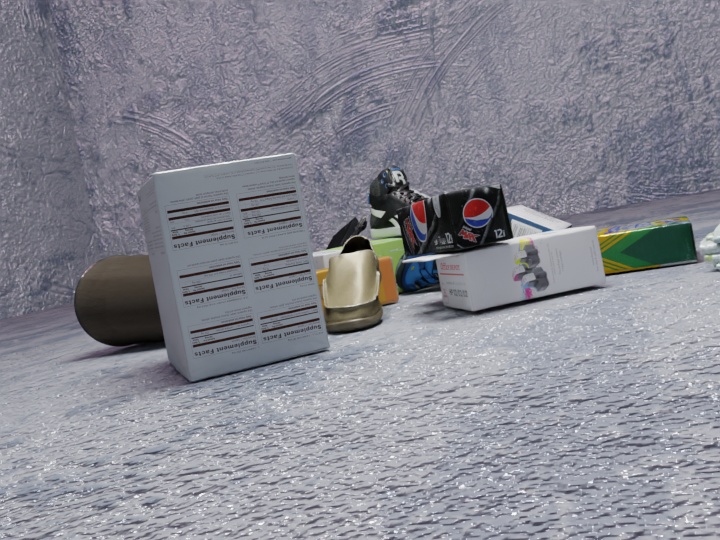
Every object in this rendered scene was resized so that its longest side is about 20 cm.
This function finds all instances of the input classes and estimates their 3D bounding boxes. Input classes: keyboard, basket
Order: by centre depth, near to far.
[{"bbox_3d":[-0.270,0.038,1.132,0.200,0.136,0.180,-4,1,31],"label":"basket"},{"bbox_3d":[-0.039,-0.032,1.445,0.127,0.021,0.200,-38,18,39],"label":"keyboard"}]

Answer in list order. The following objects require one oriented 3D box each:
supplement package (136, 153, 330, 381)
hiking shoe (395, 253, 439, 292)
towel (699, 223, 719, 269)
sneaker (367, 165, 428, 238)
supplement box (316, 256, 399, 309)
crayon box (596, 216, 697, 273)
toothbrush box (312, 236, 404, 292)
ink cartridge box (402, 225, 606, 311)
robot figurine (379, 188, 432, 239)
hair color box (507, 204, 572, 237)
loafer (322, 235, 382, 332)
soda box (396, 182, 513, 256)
[{"bbox_3d":[-0.142,-0.006,0.847,0.147,0.200,0.191,-11,4,-20],"label":"supplement package"},{"bbox_3d":[0.129,-0.011,1.135,0.200,0.087,0.074,-32,-47,32],"label":"hiking shoe"},{"bbox_3d":[0.482,-0.044,0.844,0.200,0.048,0.171,-8,5,35],"label":"towel"},{"bbox_3d":[0.073,-0.112,1.240,0.073,0.112,0.200,-13,5,-36],"label":"sneaker"},{"bbox_3d":[-0.052,0.031,1.090,0.200,0.067,0.069,-11,3,-23],"label":"supplement box"},{"bbox_3d":[0.321,-0.027,1.020,0.200,0.052,0.126,-10,3,21],"label":"crayon box"},{"bbox_3d":[0.000,0.000,1.256,0.200,0.086,0.146,-11,4,-30],"label":"toothbrush box"},{"bbox_3d":[0.159,0.001,0.908,0.200,0.068,0.115,-11,2,-9],"label":"ink cartridge box"},{"bbox_3d":[0.113,-0.073,1.411,0.200,0.170,0.113,24,-52,-18],"label":"robot figurine"},{"bbox_3d":[0.278,-0.060,1.287,0.100,0.061,0.200,24,14,17],"label":"hair color box"},{"bbox_3d":[-0.013,0.014,0.972,0.076,0.068,0.200,-11,20,5],"label":"loafer"},{"bbox_3d":[0.103,-0.056,0.925,0.071,0.063,0.200,-11,1,-13],"label":"soda box"}]
